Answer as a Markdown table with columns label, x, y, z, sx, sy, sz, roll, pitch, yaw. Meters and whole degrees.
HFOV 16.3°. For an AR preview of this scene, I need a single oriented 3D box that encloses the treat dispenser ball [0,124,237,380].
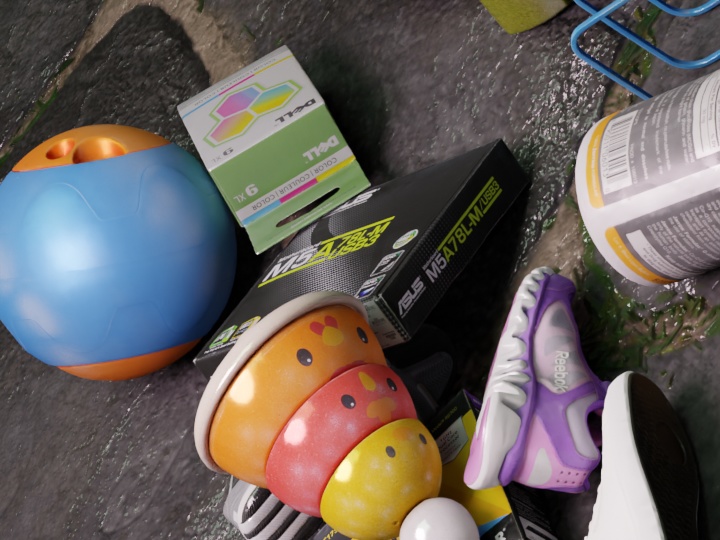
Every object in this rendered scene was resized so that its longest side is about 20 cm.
| label | x | y | z | sx | sy | sz | roll | pitch | yaw |
| --- | --- | --- | --- | --- | --- | --- | --- | --- | --- |
| treat dispenser ball | -0.197 | -0.014 | 1.978 | 0.201 | 0.201 | 0.201 | -31 | 43 | 34 |

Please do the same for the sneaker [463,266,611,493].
| label | x | y | z | sx | sy | sz | roll | pitch | yaw |
| --- | --- | --- | --- | --- | --- | --- | --- | --- | --- |
| sneaker | 0.125 | 0.077 | 1.619 | 0.200 | 0.088 | 0.081 | -72 | -4 | -53 |

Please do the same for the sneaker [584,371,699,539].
| label | x | y | z | sx | sy | sz | roll | pitch | yaw |
| --- | --- | --- | --- | --- | --- | --- | --- | --- | --- |
| sneaker | 0.156 | 0.154 | 1.513 | 0.085 | 0.073 | 0.200 | -31 | 45 | 32 |

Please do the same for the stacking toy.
| label | x | y | z | sx | sy | sz | roll | pitch | yaw |
| --- | --- | --- | --- | --- | --- | --- | --- | --- | --- |
| stacking toy | 0.005 | 0.121 | 1.602 | 0.200 | 0.146 | 0.146 | 41 | 99 | 26 |

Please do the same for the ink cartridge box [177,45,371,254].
| label | x | y | z | sx | sy | sz | roll | pitch | yaw |
| --- | --- | --- | --- | --- | --- | --- | --- | --- | --- |
| ink cartridge box | -0.069 | -0.097 | 1.946 | 0.104 | 0.059 | 0.200 | -30 | 27 | 0 |

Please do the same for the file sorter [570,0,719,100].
| label | x | y | z | sx | sy | sz | roll | pitch | yaw |
| --- | --- | --- | --- | --- | --- | --- | --- | --- | --- |
| file sorter | 0.217 | -0.221 | 1.669 | 0.123 | 0.139 | 0.200 | -33 | 42 | 39 |

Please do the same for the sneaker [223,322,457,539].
| label | x | y | z | sx | sy | sz | roll | pitch | yaw |
| --- | --- | --- | --- | --- | --- | --- | --- | --- | --- |
| sneaker | -0.027 | 0.107 | 1.769 | 0.200 | 0.075 | 0.115 | -44 | 17 | -14 |

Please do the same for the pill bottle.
| label | x | y | z | sx | sy | sz | roll | pitch | yaw |
| --- | --- | --- | --- | --- | --- | --- | --- | --- | --- |
| pill bottle | 0.239 | -0.069 | 1.543 | 0.200 | 0.116 | 0.117 | -21 | 49 | 41 |

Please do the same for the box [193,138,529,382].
| label | x | y | z | sx | sy | sz | roll | pitch | yaw |
| --- | --- | --- | --- | --- | --- | --- | --- | --- | --- |
| box | 0.000 | 0.000 | 1.788 | 0.200 | 0.048 | 0.193 | -19 | 26 | 44 |

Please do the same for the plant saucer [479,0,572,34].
| label | x | y | z | sx | sy | sz | roll | pitch | yaw |
| --- | --- | --- | --- | --- | --- | --- | --- | --- | --- |
| plant saucer | 0.140 | -0.281 | 1.792 | 0.048 | 0.200 | 0.200 | 25 | 84 | 27 |

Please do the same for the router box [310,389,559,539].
| label | x | y | z | sx | sy | sz | roll | pitch | yaw |
| --- | --- | --- | --- | --- | --- | --- | --- | --- | --- |
| router box | 0.035 | 0.198 | 1.653 | 0.200 | 0.051 | 0.149 | -46 | 35 | 19 |
